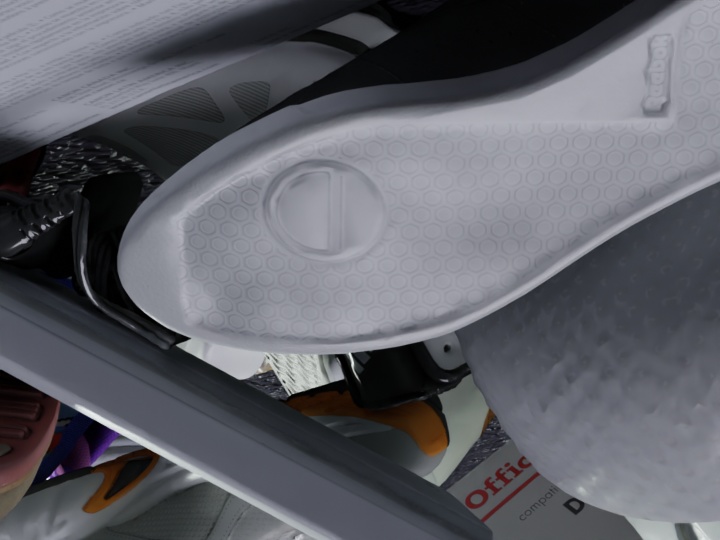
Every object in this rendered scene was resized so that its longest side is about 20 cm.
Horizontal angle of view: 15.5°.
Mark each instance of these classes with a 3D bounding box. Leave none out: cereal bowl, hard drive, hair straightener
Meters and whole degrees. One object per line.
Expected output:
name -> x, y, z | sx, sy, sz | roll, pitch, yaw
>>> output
cereal bowl -> 0.104, -0.035, 0.713 | 0.200, 0.200, 0.083 | -17, 127, 32
hard drive -> -0.061, 0.034, 0.768 | 0.200, 0.026, 0.132 | 28, 179, -4
hair straightener -> -0.073, -0.011, 0.764 | 0.077, 0.041, 0.200 | 28, 179, -7

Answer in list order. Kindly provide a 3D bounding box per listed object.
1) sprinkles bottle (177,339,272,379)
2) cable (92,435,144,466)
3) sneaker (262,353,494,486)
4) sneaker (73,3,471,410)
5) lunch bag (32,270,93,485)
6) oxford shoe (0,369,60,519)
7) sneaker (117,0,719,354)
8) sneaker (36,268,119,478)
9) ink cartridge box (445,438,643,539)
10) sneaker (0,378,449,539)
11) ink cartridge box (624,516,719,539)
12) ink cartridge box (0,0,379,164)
sprinkles bottle -> 0.019, 0.003, 1.044 | 0.200, 0.068, 0.068 | -5, 168, -24
cable -> -0.182, 0.084, 1.276 | 0.200, 0.069, 0.200 | -4, 167, -28
sneaker -> 0.000, 0.000, 0.951 | 0.085, 0.073, 0.200 | -43, 139, -15
sneaker -> -0.008, -0.017, 0.801 | 0.076, 0.115, 0.200 | -19, 165, 39
lunch bag -> -0.180, 0.035, 0.952 | 0.151, 0.094, 0.200 | 20, 139, -28
oxford shoe -> -0.132, 0.063, 0.796 | 0.070, 0.075, 0.200 | 6, -176, -14
sneaker -> 0.032, -0.049, 0.666 | 0.200, 0.099, 0.071 | -24, 122, 12
sneaker -> -0.149, 0.050, 1.091 | 0.200, 0.089, 0.080 | -13, 170, 22
ink cartridge box -> 0.100, 0.106, 0.953 | 0.117, 0.200, 0.067 | -37, 137, -20
sneaker -> -0.043, 0.097, 0.909 | 0.200, 0.092, 0.076 | -22, 177, 37
ink cartridge box -> 0.203, 0.065, 0.859 | 0.200, 0.085, 0.145 | -8, -149, -22
ink cartridge box -> -0.111, -0.073, 0.620 | 0.163, 0.057, 0.200 | -19, 161, 39
